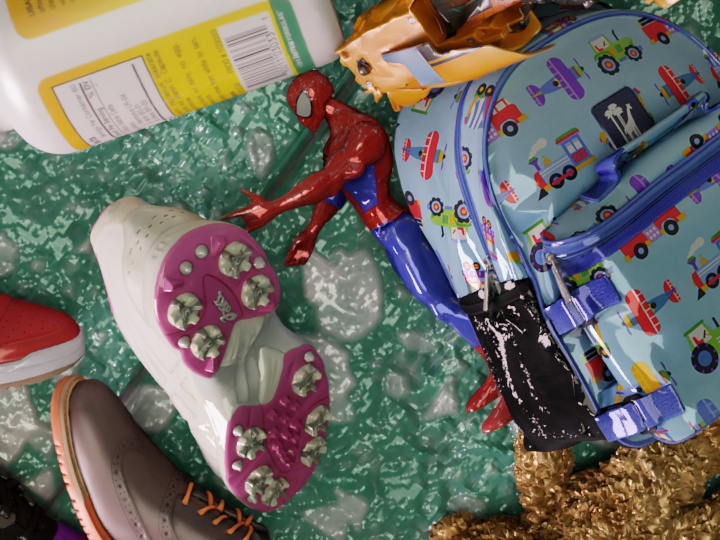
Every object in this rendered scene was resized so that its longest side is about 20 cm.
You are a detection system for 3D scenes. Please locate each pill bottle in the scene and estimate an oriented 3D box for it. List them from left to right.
[{"bbox_3d":[-0.116,-0.121,0.789,0.199,0.113,0.113,-19,103,3],"label":"pill bottle"}]

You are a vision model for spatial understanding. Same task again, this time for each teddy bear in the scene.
[{"bbox_3d":[0.133,0.138,0.880,0.199,0.067,0.146,-8,101,0],"label":"teddy bear"}]

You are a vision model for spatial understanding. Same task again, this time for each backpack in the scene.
[{"bbox_3d":[0.122,-0.036,0.793,0.182,0.134,0.201,-30,94,-20],"label":"backpack"}]

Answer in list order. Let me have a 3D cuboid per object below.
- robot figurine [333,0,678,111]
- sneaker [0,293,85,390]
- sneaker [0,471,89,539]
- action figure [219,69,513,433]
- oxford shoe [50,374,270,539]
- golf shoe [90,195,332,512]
[{"bbox_3d":[0.086,-0.141,0.731,0.199,0.145,0.058,-16,124,42],"label":"robot figurine"},{"bbox_3d":[-0.236,-0.004,0.834,0.199,0.071,0.113,3,106,0],"label":"sneaker"},{"bbox_3d":[-0.204,0.126,0.867,0.199,0.070,0.100,10,100,-4],"label":"sneaker"},{"bbox_3d":[0.000,0.000,0.844,0.099,0.065,0.201,-29,103,-4],"label":"action figure"},{"bbox_3d":[-0.086,0.129,0.865,0.072,0.071,0.200,-23,113,20],"label":"oxford shoe"},{"bbox_3d":[-0.073,0.039,0.840,0.075,0.091,0.201,-40,138,-24],"label":"golf shoe"}]
